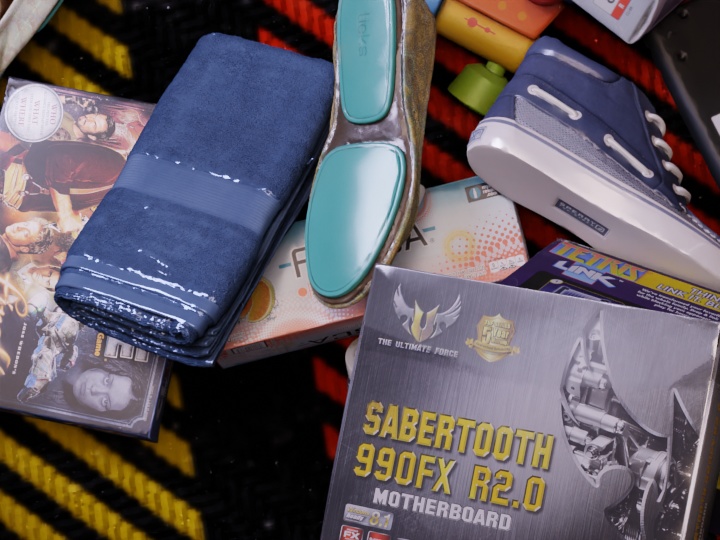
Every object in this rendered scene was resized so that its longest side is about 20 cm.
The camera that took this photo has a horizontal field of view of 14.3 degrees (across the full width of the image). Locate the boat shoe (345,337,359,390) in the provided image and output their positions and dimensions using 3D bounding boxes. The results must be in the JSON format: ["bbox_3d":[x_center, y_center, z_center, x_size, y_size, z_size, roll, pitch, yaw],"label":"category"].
[{"bbox_3d":[0.091,0.065,1.710,0.199,0.073,0.063,-5,123,-2],"label":"boat shoe"}]

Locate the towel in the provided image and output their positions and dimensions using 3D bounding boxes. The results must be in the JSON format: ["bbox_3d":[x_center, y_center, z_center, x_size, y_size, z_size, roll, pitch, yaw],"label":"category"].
[{"bbox_3d":[-0.091,-0.043,1.682,0.111,0.049,0.200,19,65,20],"label":"towel"}]

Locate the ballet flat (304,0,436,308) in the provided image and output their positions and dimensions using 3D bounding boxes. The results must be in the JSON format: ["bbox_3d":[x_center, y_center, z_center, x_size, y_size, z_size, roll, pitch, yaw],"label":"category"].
[{"bbox_3d":[0.012,-0.072,1.665,0.070,0.071,0.201,4,79,5],"label":"ballet flat"}]

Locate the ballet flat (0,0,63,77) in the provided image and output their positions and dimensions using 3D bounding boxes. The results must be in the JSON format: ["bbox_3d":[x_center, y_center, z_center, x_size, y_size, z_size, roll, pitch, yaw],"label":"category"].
[{"bbox_3d":[-0.230,-0.157,1.753,0.067,0.062,0.200,26,82,46],"label":"ballet flat"}]

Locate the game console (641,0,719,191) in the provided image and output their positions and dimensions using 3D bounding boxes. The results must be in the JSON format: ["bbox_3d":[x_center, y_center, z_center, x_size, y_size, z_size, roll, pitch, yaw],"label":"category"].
[{"bbox_3d":[0.281,-0.092,1.703,0.176,0.031,0.201,-24,79,-13],"label":"game console"}]

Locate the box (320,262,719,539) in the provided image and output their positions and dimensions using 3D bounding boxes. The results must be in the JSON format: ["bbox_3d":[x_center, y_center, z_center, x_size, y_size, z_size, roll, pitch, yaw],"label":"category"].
[{"bbox_3d":[0.089,0.090,1.498,0.199,0.048,0.159,10,87,24],"label":"box"}]

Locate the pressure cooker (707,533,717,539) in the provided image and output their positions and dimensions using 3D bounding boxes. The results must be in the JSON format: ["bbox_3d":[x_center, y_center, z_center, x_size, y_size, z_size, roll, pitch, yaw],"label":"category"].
[{"bbox_3d":[0.104,0.171,1.619,0.199,0.179,0.177,9,80,7],"label":"pressure cooker"}]

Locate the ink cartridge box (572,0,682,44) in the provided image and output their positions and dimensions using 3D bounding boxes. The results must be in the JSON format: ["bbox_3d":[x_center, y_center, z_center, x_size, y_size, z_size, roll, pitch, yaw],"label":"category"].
[{"bbox_3d":[0.127,-0.237,1.708,0.200,0.050,0.162,35,44,12],"label":"ink cartridge box"}]

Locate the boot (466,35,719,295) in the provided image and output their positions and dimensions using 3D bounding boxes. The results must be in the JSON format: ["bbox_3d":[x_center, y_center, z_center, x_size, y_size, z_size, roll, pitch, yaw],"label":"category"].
[{"bbox_3d":[0.165,-0.053,1.675,0.200,0.073,0.091,34,66,-6],"label":"boot"}]

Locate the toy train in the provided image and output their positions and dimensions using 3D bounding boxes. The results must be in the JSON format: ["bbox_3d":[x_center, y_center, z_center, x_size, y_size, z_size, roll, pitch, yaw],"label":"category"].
[{"bbox_3d":[0.097,-0.140,1.730,0.199,0.085,0.116,28,100,2],"label":"toy train"}]

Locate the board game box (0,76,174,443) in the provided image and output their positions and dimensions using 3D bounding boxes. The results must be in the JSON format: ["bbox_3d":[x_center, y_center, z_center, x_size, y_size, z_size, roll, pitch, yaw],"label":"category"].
[{"bbox_3d":[-0.169,-0.007,1.744,0.135,0.035,0.201,10,81,6],"label":"board game box"}]

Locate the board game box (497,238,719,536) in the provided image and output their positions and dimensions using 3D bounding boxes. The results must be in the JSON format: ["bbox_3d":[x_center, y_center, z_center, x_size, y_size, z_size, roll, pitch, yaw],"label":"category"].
[{"bbox_3d":[0.156,0.062,1.591,0.199,0.165,0.057,20,119,25],"label":"board game box"}]

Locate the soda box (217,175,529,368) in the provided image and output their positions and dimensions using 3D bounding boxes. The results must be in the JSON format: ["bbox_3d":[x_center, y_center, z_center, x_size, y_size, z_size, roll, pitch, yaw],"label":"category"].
[{"bbox_3d":[0.000,0.000,1.715,0.199,0.064,0.069,-14,79,2],"label":"soda box"}]
